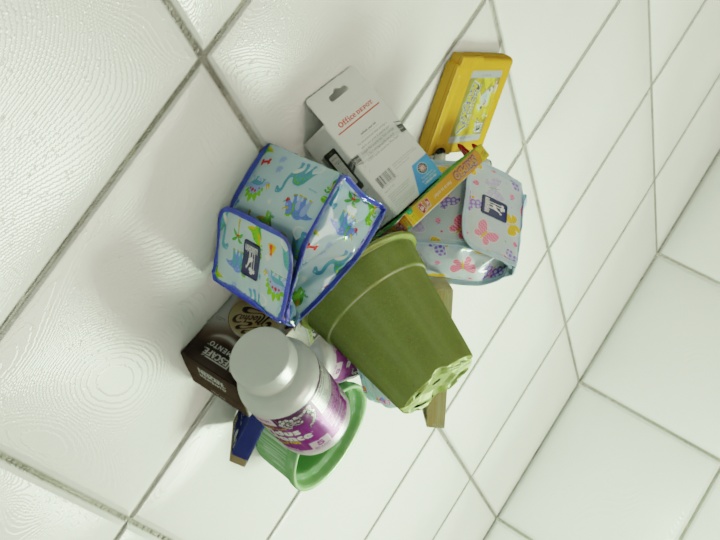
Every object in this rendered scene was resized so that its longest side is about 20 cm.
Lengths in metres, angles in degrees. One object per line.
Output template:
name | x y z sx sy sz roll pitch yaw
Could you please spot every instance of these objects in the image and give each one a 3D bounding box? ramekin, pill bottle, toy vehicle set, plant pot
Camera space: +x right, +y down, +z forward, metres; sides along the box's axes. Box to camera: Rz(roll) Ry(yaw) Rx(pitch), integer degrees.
ramekin | -0.086 0.257 1.938 0.200 0.097 0.201 -44 150 -33
pill bottle | -0.048 0.126 1.858 0.199 0.112 0.113 -12 126 -60
toy vehicle set | 0.112 0.118 1.699 0.124 0.026 0.203 -94 -173 -82
plant pot | 0.051 0.085 1.572 0.199 0.191 0.200 -34 162 -13
pill bottle | -0.095 0.156 1.519 0.113 0.112 0.200 -54 146 -15

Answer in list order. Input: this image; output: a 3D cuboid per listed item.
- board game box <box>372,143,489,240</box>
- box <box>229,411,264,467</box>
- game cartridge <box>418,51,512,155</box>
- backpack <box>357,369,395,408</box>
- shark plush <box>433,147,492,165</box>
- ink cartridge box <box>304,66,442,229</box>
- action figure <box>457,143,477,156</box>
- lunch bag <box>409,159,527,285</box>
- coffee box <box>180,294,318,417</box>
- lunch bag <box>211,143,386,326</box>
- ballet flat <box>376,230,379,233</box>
board game box | 0.096 -0.102 1.639 0.200 0.030 0.095 -40 -177 -31
box | -0.141 0.179 1.733 0.201 0.032 0.121 -61 -168 16
game cartridge | 0.179 -0.283 1.969 0.199 0.032 0.178 -18 131 -58
backpack | 0.061 0.118 1.814 0.166 0.126 0.202 -33 117 -43
shark plush | 0.142 -0.114 1.963 0.083 0.091 0.201 -4 132 -51
ink cartridge box | 0.006 -0.172 1.628 0.116 0.201 0.068 -42 -175 -36
action figure | 0.148 -0.133 2.027 0.065 0.052 0.201 -12 137 -50
lunch bag | 0.148 -0.076 1.763 0.128 0.198 0.171 81 19 -55
coffee box | -0.143 0.090 1.636 0.200 0.112 0.080 -50 152 -25
lunch bag | -0.095 -0.044 1.502 0.127 0.169 0.201 33 86 -46
ballet flat | -0.028 -0.092 1.659 0.069 0.198 0.072 167 -68 -67
